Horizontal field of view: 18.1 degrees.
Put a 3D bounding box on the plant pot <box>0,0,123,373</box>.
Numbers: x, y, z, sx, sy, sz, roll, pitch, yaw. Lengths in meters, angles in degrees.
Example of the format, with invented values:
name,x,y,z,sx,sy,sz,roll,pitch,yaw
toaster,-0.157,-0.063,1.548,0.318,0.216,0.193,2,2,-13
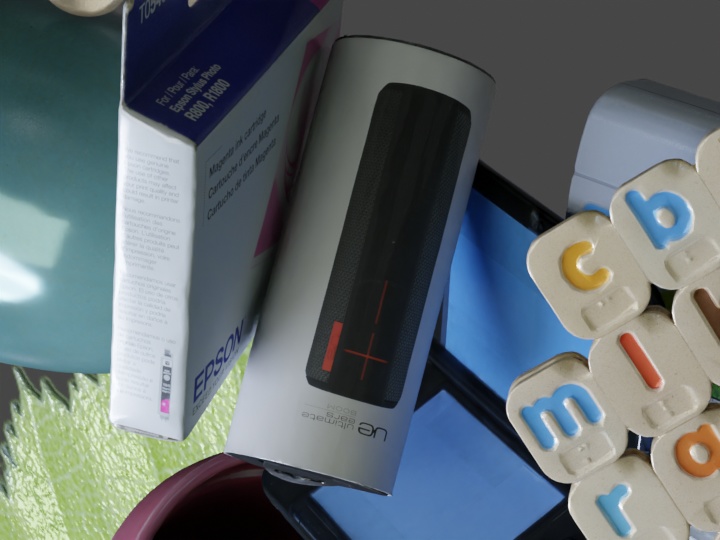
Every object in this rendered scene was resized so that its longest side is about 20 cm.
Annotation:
name,x,y,z,sx,sy,sz,roll,pitch,yaw
plant pot,-0.139,-0.039,1.142,0.161,0.201,0.201,16,123,25

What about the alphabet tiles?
name,x,y,z,sx,sy,sz,roll,pitch,yaw
alphabet tiles,0.165,0.041,0.923,0.200,0.015,0.196,-31,100,15

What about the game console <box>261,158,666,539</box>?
name,x,y,z,sx,sy,sz,roll,pitch,yaw
game console,0.040,0.061,1.035,0.200,0.171,0.118,40,165,53

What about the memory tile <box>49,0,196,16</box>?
name,x,y,z,sx,sy,sz,roll,pitch,yaw
memory tile,-0.097,-0.182,1.066,0.200,0.017,0.153,15,123,0

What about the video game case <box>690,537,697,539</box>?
name,x,y,z,sx,sy,sz,roll,pitch,yaw
video game case,0.239,0.134,0.992,0.182,0.023,0.200,48,136,13

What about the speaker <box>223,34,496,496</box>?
name,x,y,z,sx,sy,sz,roll,pitch,yaw
speaker,0.000,0.000,1.031,0.081,0.081,0.200,8,79,41

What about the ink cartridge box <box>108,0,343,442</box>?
name,x,y,z,sx,sy,sz,roll,pitch,yaw
ink cartridge box,-0.055,-0.057,1.004,0.043,0.196,0.200,14,121,12

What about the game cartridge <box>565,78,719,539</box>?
name,x,y,z,sx,sy,sz,roll,pitch,yaw
game cartridge,0.144,0.023,0.994,0.133,0.040,0.200,27,125,49

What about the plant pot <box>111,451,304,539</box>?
name,x,y,z,sx,sy,sz,roll,pitch,yaw
plant pot,-0.064,0.198,1.209,0.200,0.200,0.179,62,153,-2
